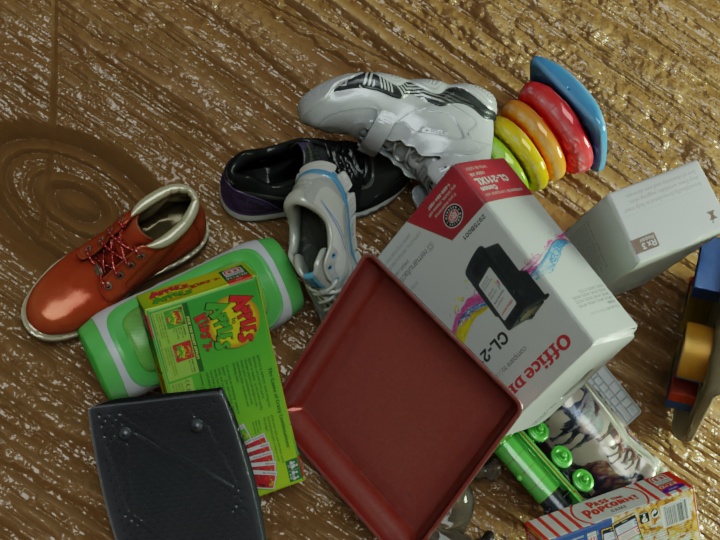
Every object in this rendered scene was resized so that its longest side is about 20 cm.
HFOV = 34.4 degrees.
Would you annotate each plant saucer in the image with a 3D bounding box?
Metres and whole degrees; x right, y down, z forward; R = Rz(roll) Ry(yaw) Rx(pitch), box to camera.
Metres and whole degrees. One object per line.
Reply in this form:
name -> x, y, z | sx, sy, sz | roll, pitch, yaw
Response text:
plant saucer -> 0.032, 0.120, 1.032 | 0.200, 0.201, 0.037 | 44, 28, 23

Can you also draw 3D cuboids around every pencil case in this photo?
pencil case -> 0.203, 0.138, 1.106 | 0.201, 0.089, 0.078 | 51, 43, 8

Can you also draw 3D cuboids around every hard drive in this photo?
hard drive -> -0.148, 0.197, 0.992 | 0.133, 0.042, 0.202 | -8, 106, 12

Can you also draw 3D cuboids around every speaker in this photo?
speaker -> -0.155, 0.044, 1.073 | 0.198, 0.089, 0.089 | -26, 80, -16

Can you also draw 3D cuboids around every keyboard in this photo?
keyboard -> 0.199, 0.079, 1.164 | 0.056, 0.011, 0.201 | -36, 83, -18

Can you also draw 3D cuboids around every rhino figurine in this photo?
rhino figurine -> 0.083, 0.186, 1.086 | 0.086, 0.060, 0.202 | 1, 69, -14

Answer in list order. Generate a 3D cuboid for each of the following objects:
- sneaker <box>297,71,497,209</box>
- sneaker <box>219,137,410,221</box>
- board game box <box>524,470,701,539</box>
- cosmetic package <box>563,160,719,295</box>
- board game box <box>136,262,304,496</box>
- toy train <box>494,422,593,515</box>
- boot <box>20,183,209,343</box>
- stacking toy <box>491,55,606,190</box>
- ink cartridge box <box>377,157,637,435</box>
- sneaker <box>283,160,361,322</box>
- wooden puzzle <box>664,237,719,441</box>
sneaker -> 0.040, -0.118, 1.097 | 0.197, 0.075, 0.116 | 1, 67, -15
sneaker -> -0.037, -0.094, 1.132 | 0.198, 0.088, 0.077 | -11, 76, -13
board game box -> 0.239, 0.301, 1.044 | 0.150, 0.046, 0.202 | -15, 103, -14
cosmetic package -> 0.253, -0.027, 1.104 | 0.101, 0.200, 0.075 | -20, 77, -15
board game box -> -0.122, 0.106, 1.027 | 0.101, 0.048, 0.202 | -17, 110, -17
toy train -> 0.136, 0.149, 1.076 | 0.056, 0.042, 0.200 | -33, 75, -37
boot -> -0.228, -0.012, 1.067 | 0.199, 0.107, 0.075 | -37, 84, -16
stacking toy -> 0.145, -0.106, 1.171 | 0.199, 0.110, 0.116 | -37, 67, -7
ink cartridge box -> 0.123, 0.024, 1.028 | 0.082, 0.146, 0.201 | -10, 57, -49
sneaker -> -0.030, 0.007, 1.072 | 0.074, 0.087, 0.202 | -12, 109, 25
wooden puzzle -> 0.325, 0.050, 1.098 | 0.046, 0.200, 0.187 | 14, 71, 9
